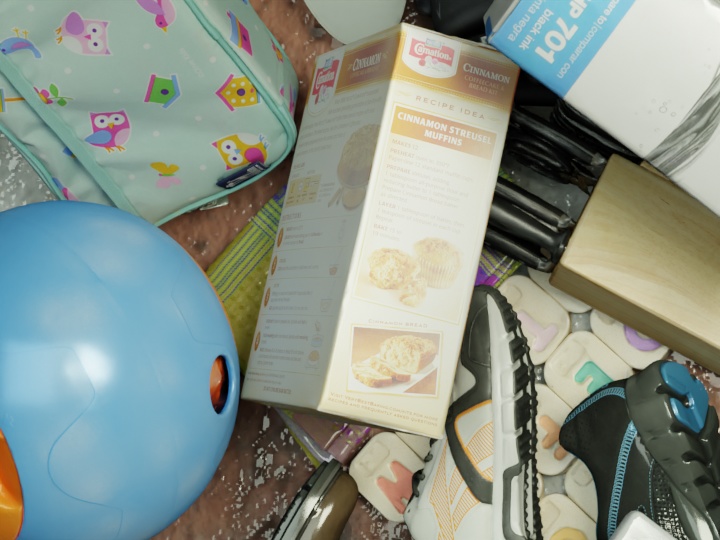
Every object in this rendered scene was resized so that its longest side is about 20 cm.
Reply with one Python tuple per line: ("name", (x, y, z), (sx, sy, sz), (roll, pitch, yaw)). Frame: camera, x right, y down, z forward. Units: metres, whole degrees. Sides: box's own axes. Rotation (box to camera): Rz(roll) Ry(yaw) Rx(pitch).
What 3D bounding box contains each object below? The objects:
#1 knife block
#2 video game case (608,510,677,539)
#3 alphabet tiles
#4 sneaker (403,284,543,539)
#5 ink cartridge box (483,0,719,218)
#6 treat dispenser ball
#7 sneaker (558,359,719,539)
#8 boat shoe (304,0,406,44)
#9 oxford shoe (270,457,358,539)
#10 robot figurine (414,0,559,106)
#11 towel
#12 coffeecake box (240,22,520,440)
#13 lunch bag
("knife block", (0.141, -0.003, 1.152), (0.174, 0.064, 0.202), (-17, 81, -3))
("video game case", (0.155, 0.258, 1.078), (0.181, 0.024, 0.201), (37, 81, 0))
("alphabet tiles", (0.087, 0.075, 1.208), (0.195, 0.015, 0.200), (42, 96, 14))
("sneaker", (0.059, 0.109, 1.167), (0.079, 0.074, 0.202), (-2, 85, 16))
("ink cartridge box", (0.163, -0.093, 1.040), (0.199, 0.147, 0.086), (38, 101, -4))
("treat dispenser ball", (-0.166, 0.062, 1.181), (0.199, 0.201, 0.203), (-1, 85, 15))
("sneaker", (0.178, 0.152, 1.154), (0.081, 0.073, 0.202), (-25, 84, 32))
("boat shoe", (-0.014, -0.233, 1.232), (0.070, 0.064, 0.202), (-12, 105, 13))
("oxford shoe", (-0.027, 0.207, 1.204), (0.084, 0.073, 0.202), (16, 97, 7))
("robot figurine", (0.090, -0.195, 1.174), (0.149, 0.125, 0.202), (-9, 83, 11))
("towel", (0.000, 0.000, 1.229), (0.200, 0.023, 0.144), (-48, 69, 6))
("coffeecake box", (0.008, -0.019, 1.132), (0.072, 0.153, 0.202), (14, 85, -17))
("lunch bag", (-0.137, -0.112, 1.194), (0.159, 0.200, 0.077), (-25, 37, 17))
